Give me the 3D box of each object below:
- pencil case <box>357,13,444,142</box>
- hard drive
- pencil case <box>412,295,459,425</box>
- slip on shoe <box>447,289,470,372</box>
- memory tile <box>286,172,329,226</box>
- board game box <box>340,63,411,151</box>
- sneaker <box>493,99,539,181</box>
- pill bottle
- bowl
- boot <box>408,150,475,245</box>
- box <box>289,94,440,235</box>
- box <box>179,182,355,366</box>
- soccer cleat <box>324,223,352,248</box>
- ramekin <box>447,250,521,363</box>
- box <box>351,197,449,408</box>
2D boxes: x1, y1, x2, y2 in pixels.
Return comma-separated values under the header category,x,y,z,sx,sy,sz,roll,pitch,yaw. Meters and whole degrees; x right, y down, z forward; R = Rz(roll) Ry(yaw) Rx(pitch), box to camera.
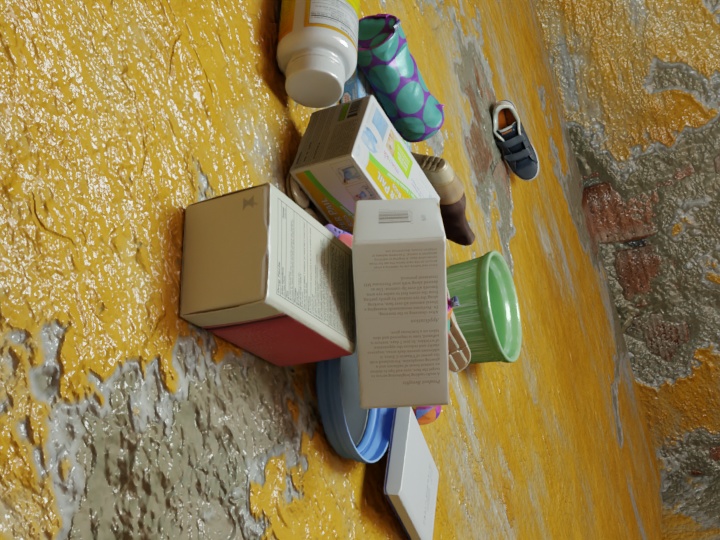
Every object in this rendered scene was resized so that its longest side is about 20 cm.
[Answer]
category,x,y,z,sx,sy,sz,roll,pitch,yaw
pencil case,0.060,-0.295,1.454,0.093,0.084,0.201,-53,134,-21
hard drive,0.075,0.297,1.339,0.202,0.025,0.134,67,26,-49
pencil case,0.085,0.119,1.341,0.089,0.086,0.204,-56,155,-59
slip on shoe,0.119,0.072,1.556,0.202,0.075,0.060,61,-12,-19
memory tile,-0.043,-0.046,1.286,0.153,0.016,0.204,-35,112,-64
board game box,0.025,-0.275,1.516,0.199,0.036,0.155,28,54,-59
sneaker,0.362,-0.305,2.251,0.203,0.077,0.079,66,20,-2
pill bottle,-0.056,-0.321,1.265,0.109,0.107,0.204,45,41,-51
bowl,-0.005,0.147,1.239,0.200,0.039,0.206,-6,90,-69
boot,0.072,-0.116,1.405,0.073,0.198,0.168,-51,143,-21
box,0.011,-0.112,1.261,0.201,0.100,0.114,51,43,-37
box,-0.094,0.012,1.029,0.200,0.107,0.131,37,47,-56
soccer cleat,0.000,0.000,1.272,0.074,0.068,0.200,52,2,27
ramekin,0.218,0.073,1.725,0.200,0.096,0.204,40,44,-55
box,0.047,0.035,1.111,0.153,0.104,0.204,-88,175,-69
